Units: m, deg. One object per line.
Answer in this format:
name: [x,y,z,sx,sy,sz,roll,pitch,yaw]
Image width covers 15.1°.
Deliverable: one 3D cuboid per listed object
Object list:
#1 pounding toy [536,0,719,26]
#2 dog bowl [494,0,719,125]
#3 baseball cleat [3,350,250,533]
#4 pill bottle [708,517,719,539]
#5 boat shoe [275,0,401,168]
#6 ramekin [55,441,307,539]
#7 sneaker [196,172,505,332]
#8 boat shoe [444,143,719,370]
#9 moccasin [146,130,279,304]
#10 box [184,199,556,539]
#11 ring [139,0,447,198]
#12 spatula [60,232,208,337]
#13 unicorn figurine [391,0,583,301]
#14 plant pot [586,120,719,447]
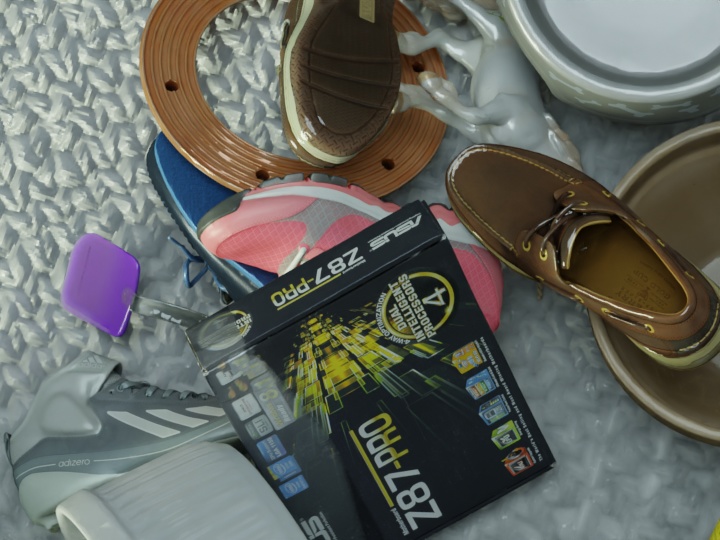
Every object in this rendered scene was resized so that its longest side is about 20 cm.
pounding toy: [0.197,-0.255,1.707,0.183,0.142,0.201,-4,91,5]
dog bowl: [0.171,-0.186,1.610,0.199,0.059,0.201,0,92,6]
baseball cleat: [-0.124,0.086,1.666,0.199,0.070,0.107,-20,74,-1]
pill bottle: [0.245,0.188,1.545,0.114,0.114,0.200,28,109,12]
boat shoe: [-0.018,-0.129,1.665,0.075,0.075,0.203,27,45,-15]
ramekin: [-0.082,0.194,1.572,0.105,0.200,0.200,-31,74,-14]
sneaker: [0.000,0.000,1.621,0.199,0.074,0.087,8,62,-19]
boat shoe: [0.129,-0.019,1.577,0.200,0.068,0.072,36,86,25]
moccasin: [-0.069,0.000,1.678,0.080,0.068,0.200,-30,76,-32]
box: [0.008,0.075,1.596,0.161,0.200,0.049,-27,37,-1]
ring: [-0.042,-0.119,1.707,0.200,0.019,0.201,8,56,-12]
spatula: [-0.104,0.032,1.673,0.200,0.021,0.057,22,107,23]
unicorn figurine: [0.082,-0.103,1.684,0.137,0.074,0.201,19,62,-24]
plant pot: [0.235,0.016,1.639,0.200,0.093,0.202,-1,74,4]
